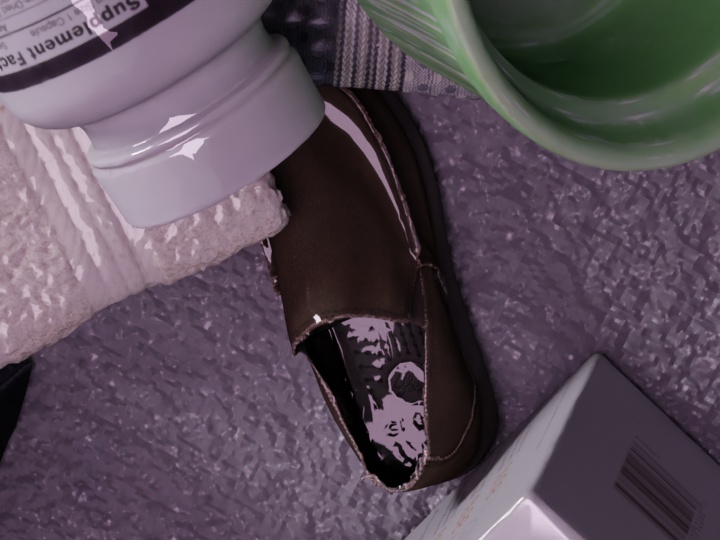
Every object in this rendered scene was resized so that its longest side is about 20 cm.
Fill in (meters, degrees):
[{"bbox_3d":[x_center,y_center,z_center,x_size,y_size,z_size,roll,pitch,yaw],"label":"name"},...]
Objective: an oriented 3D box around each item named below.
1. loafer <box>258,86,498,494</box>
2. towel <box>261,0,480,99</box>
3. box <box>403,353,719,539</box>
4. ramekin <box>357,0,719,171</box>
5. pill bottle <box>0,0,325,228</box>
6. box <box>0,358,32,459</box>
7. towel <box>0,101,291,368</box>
[{"bbox_3d":[0.000,0.000,1.024,0.073,0.071,0.200,-21,101,21],"label":"loafer"},{"bbox_3d":[-0.036,-0.168,0.936,0.192,0.035,0.201,5,109,-5],"label":"towel"},{"bbox_3d":[0.054,0.156,1.017,0.106,0.152,0.200,42,114,-2],"label":"box"},{"bbox_3d":[0.083,-0.143,0.891,0.098,0.200,0.201,28,121,52],"label":"ramekin"},{"bbox_3d":[-0.095,-0.119,0.872,0.111,0.111,0.200,-23,110,21],"label":"pill bottle"},{"bbox_3d":[-0.272,0.073,1.056,0.200,0.197,0.118,25,112,7],"label":"box"},{"bbox_3d":[-0.122,-0.080,0.978,0.132,0.034,0.200,-26,94,-6],"label":"towel"}]
